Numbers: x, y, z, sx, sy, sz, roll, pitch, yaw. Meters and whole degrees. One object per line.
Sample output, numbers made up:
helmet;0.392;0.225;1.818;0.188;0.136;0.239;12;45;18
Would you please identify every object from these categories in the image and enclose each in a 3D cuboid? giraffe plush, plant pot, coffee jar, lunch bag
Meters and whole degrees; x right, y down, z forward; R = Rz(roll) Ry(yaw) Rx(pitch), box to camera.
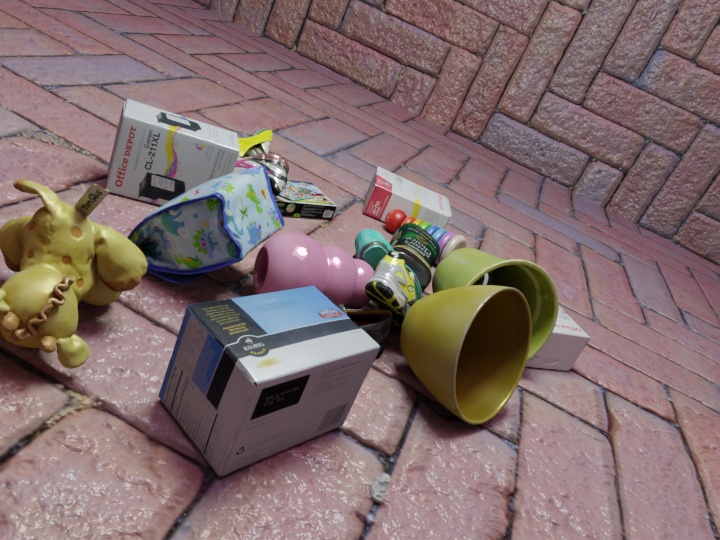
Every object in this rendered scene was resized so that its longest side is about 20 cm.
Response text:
giraffe plush;-0.339;0.019;0.684;0.171;0.200;0.164;21;53;-17
plant pot;0.142;0.108;0.930;0.141;0.203;0.199;16;13;42
coffee jar;0.095;-0.018;1.218;0.104;0.086;0.200;38;25;-4
lunch bag;-0.239;-0.064;0.931;0.198;0.129;0.170;-11;17;19
plant pot;0.220;0.048;1.116;0.198;0.202;0.184;15;15;-20

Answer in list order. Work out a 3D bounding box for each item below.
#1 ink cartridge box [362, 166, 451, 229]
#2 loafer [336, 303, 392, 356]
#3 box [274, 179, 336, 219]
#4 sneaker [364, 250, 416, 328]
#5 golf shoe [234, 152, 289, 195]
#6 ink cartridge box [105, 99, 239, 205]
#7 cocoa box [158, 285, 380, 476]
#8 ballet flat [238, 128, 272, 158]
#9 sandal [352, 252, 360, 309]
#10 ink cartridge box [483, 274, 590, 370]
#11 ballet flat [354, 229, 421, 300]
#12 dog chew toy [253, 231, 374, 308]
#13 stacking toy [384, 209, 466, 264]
ink cartridge box;0.114;-0.161;1.531;0.198;0.084;0.146;22;25;-6
loafer;-0.041;0.078;0.920;0.198;0.073;0.073;6;31;-35
box;-0.158;-0.155;1.320;0.199;0.035;0.110;-1;35;-44
sneaker;0.066;0.041;0.993;0.075;0.077;0.200;20;-19;19
golf shoe;-0.241;-0.182;1.209;0.197;0.073;0.093;-1;48;5
ink cartridge box;-0.331;-0.191;1.094;0.198;0.147;0.083;13;29;-24
cocoa box;-0.102;0.114;0.714;0.131;0.134;0.199;39;28;30
ballet flat;-0.256;-0.286;1.471;0.067;0.067;0.200;49;30;1
sandal;0.000;0.000;1.123;0.045;0.076;0.200;8;27;8
ink cartridge box;0.328;0.096;1.222;0.145;0.083;0.200;10;28;-30
ballet flat;0.050;-0.004;1.075;0.200;0.067;0.071;52;12;-43
dog chew toy;-0.062;0.011;0.965;0.198;0.126;0.125;9;29;-28
stacking toy;0.139;-0.080;1.413;0.199;0.086;0.085;32;25;29
